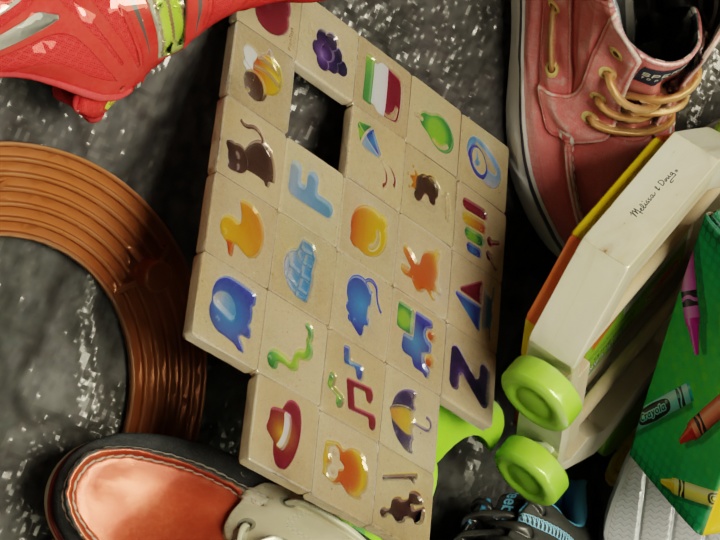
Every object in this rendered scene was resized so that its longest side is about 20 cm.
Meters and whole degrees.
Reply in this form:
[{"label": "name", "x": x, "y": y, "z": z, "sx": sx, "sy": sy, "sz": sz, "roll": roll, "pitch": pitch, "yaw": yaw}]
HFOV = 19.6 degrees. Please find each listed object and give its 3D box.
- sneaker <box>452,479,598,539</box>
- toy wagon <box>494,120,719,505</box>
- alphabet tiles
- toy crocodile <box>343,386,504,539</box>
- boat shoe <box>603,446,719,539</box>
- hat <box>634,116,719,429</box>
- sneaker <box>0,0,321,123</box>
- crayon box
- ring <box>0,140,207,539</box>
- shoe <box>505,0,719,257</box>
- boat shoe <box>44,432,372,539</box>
[{"label": "sneaker", "x": 0.048, "y": 0.136, "z": 0.888, "sx": 0.200, "sy": 0.073, "sz": 0.083, "roll": -7, "pitch": 101, "yaw": -63}, {"label": "toy wagon", "x": 0.111, "y": 0.027, "z": 0.879, "sx": 0.155, "sy": 0.039, "sz": 0.201, "roll": -47, "pitch": 159, "yaw": -24}, {"label": "alphabet tiles", "x": 0.000, "y": 0.000, "z": 0.802, "sx": 0.167, "sy": 0.008, "sz": 0.201, "roll": 33, "pitch": 51, "yaw": -39}, {"label": "toy crocodile", "x": -0.018, "y": 0.117, "z": 0.846, "sx": 0.201, "sy": 0.067, "sz": 0.062, "roll": -54, "pitch": 129, "yaw": -14}, {"label": "boat shoe", "x": 0.139, "y": 0.146, "z": 0.935, "sx": 0.071, "sy": 0.071, "sz": 0.202, "roll": -22, "pitch": 124, "yaw": -78}, {"label": "hat", "x": 0.202, "y": 0.007, "z": 0.973, "sx": 0.081, "sy": 0.199, "sz": 0.202, "roll": -63, "pitch": 151, "yaw": -68}, {"label": "sneaker", "x": -0.085, "y": -0.096, "z": 0.742, "sx": 0.199, "sy": 0.077, "sz": 0.086, "roll": -9, "pitch": 119, "yaw": -29}, {"label": "crayon box", "x": 0.219, "y": 0.034, "z": 0.853, "sx": 0.198, "sy": 0.058, "sz": 0.120, "roll": -4, "pitch": 124, "yaw": -26}, {"label": "ring", "x": -0.137, "y": 0.053, "z": 0.766, "sx": 0.199, "sy": 0.019, "sz": 0.202, "roll": -11, "pitch": 109, "yaw": -35}, {"label": "shoe", "x": 0.107, "y": -0.080, "z": 0.864, "sx": 0.071, "sy": 0.091, "sz": 0.202, "roll": -15, "pitch": 113, "yaw": -17}, {"label": "boat shoe", "x": -0.025, "y": 0.120, "z": 0.763, "sx": 0.199, "sy": 0.063, "sz": 0.071, "roll": 31, "pitch": 82, "yaw": -2}]
